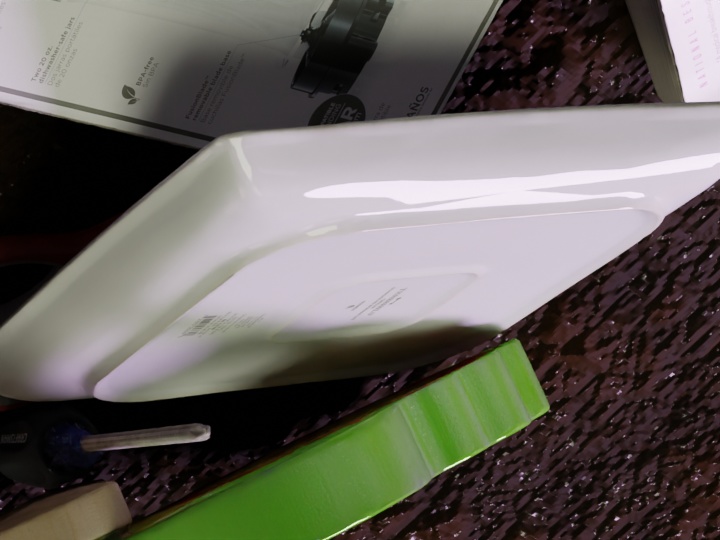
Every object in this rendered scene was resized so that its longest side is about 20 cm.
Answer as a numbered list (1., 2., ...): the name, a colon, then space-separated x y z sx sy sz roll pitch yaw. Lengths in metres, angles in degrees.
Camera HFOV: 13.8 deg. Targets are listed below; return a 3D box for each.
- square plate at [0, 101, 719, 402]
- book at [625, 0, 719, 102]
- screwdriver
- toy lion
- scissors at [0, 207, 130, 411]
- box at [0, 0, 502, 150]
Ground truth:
1. square plate: 0.000 0.000 0.925 0.197 0.029 0.200 -6 162 -33
2. book: 0.175 -0.138 0.965 0.199 0.048 0.134 -29 141 -3
3. screwdriver: -0.082 0.056 0.917 0.028 0.200 0.029 45 76 -13
4. toy lion: -0.026 0.074 0.969 0.191 0.069 0.200 -25 179 -7
5. scissors: -0.051 -0.019 0.973 0.199 0.014 0.073 -29 135 -3
6. box: -0.054 -0.101 0.850 0.199 0.060 0.117 11 118 -36
